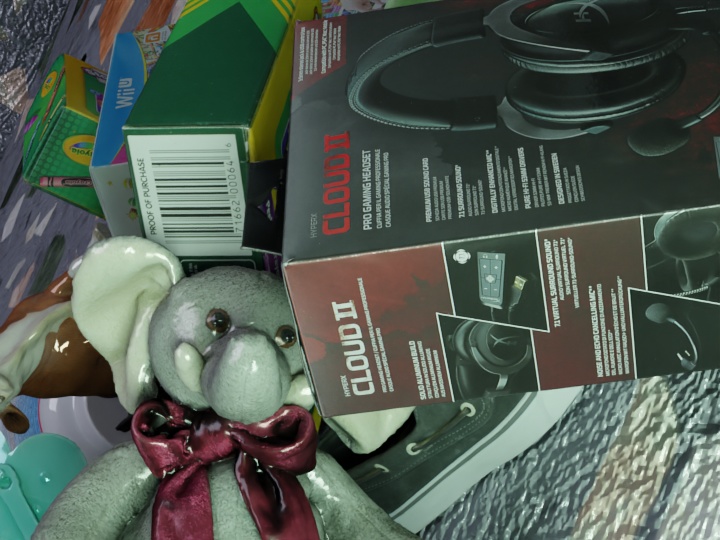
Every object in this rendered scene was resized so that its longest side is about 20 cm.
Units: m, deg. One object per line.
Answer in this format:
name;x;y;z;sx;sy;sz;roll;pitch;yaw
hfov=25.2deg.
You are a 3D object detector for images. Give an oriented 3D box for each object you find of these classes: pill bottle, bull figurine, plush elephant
pill bottle;-0.193;0.109;1.184;0.200;0.108;0.109;-27;42;60
bull figurine;-0.155;0.036;0.932;0.121;0.065;0.200;-42;-14;14
plush elephant;-0.047;0.069;0.626;0.200;0.164;0.155;-116;28;-75

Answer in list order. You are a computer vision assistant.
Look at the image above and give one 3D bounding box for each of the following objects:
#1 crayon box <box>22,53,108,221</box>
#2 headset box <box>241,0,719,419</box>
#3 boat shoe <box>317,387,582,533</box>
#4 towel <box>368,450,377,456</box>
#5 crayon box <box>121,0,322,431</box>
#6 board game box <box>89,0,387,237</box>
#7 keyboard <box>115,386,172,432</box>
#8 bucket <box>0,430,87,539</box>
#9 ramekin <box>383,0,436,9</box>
crayon box;-0.116;-0.060;1.044;0.058;0.200;0.119;-60;20;15
headset box;0.057;-0.033;0.578;0.149;0.199;0.077;-89;-9;-50
boat shoe;0.042;0.054;0.720;0.200;0.056;0.069;-51;24;37
towel;0.000;0.000;0.785;0.086;0.018;0.201;-86;-10;-53
crayon box;-0.050;-0.023;0.752;0.173;0.058;0.201;-78;-14;-55
board game box;-0.041;-0.088;0.904;0.148;0.199;0.064;-93;-9;-52
keyboard;-0.087;0.044;1.006;0.104;0.040;0.200;-25;-5;-35
bucket;-0.171;0.179;0.914;0.207;0.207;0.135;-24;49;62
ramekin;0.090;-0.117;0.735;0.200;0.097;0.200;-52;23;33
